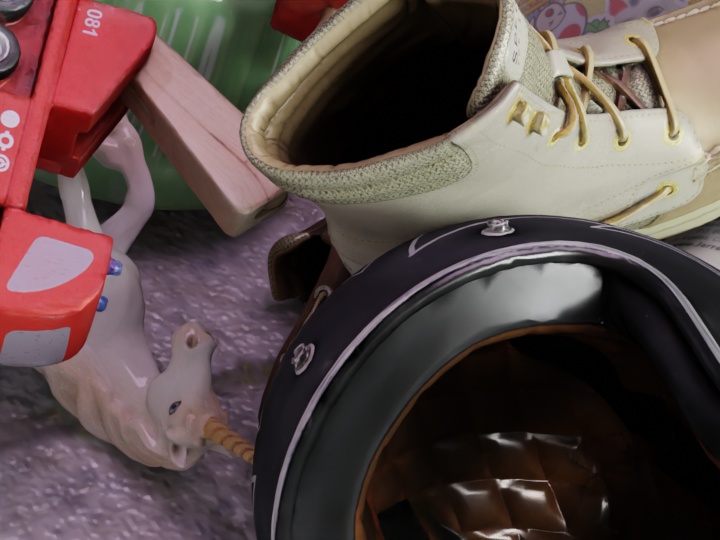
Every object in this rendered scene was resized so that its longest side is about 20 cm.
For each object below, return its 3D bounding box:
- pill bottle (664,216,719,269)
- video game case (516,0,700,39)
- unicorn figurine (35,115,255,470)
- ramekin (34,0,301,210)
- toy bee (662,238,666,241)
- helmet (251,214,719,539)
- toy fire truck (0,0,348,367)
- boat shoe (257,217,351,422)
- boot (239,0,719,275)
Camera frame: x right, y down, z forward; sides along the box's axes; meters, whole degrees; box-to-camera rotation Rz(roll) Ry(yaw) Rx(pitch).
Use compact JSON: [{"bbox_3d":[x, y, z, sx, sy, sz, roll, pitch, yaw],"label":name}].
[{"bbox_3d":[0.187,0.003,0.769,0.114,0.115,0.200,39,58,22],"label":"pill bottle"},{"bbox_3d":[0.109,-0.172,0.792,0.182,0.201,0.023,37,3,43],"label":"video game case"},{"bbox_3d":[-0.118,0.001,0.714,0.198,0.139,0.074,1,-5,7],"label":"unicorn figurine"},{"bbox_3d":[-0.092,-0.127,0.822,0.198,0.098,0.201,16,37,-13],"label":"ramekin"},{"bbox_3d":[0.114,-0.023,0.839,0.199,0.131,0.109,34,62,-2],"label":"toy bee"},{"bbox_3d":[0.064,0.077,0.626,0.190,0.201,0.199,36,39,31],"label":"helmet"},{"bbox_3d":[-0.069,-0.054,0.679,0.140,0.049,0.202,14,63,-11],"label":"toy fire truck"},{"bbox_3d":[0.001,-0.005,0.791,0.074,0.075,0.203,11,37,1],"label":"boat shoe"},{"bbox_3d":[0.068,-0.059,0.654,0.199,0.155,0.073,-26,68,7],"label":"boot"}]
